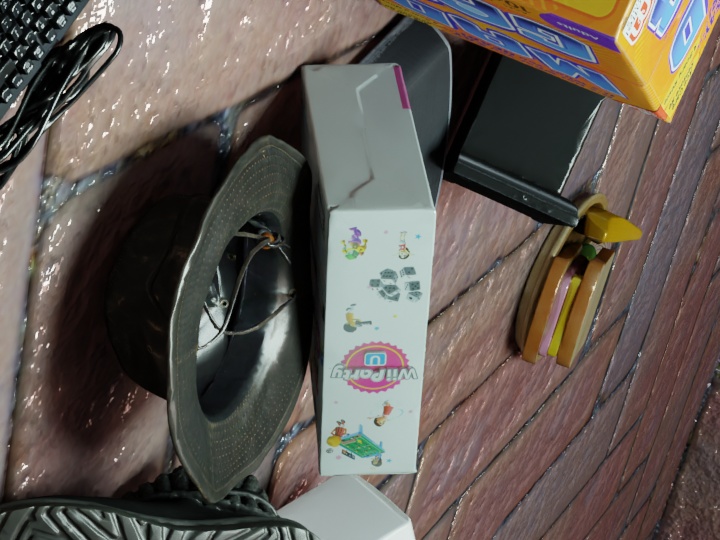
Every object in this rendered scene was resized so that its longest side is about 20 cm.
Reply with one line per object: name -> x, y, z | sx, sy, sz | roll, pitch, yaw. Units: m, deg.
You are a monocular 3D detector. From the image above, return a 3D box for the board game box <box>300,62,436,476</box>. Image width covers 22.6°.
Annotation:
board game box -> 0.000, 0.000, 1.070 | 0.148, 0.064, 0.200 | -99, -171, -50

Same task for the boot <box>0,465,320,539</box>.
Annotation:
boot -> -0.131, 0.153, 0.999 | 0.158, 0.211, 0.080 | -157, -104, -67

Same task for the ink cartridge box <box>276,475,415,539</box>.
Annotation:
ink cartridge box -> -0.026, 0.266, 1.272 | 0.146, 0.086, 0.200 | -29, 128, -22

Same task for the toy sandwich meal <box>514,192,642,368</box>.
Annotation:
toy sandwich meal -> 0.219, 0.016, 1.791 | 0.205, 0.070, 0.205 | -53, 157, -33

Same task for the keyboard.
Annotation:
keyboard -> -0.133, -0.102, 0.763 | 0.200, 0.040, 0.104 | -57, 159, -20

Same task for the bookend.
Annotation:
bookend -> 0.139, -0.139, 1.269 | 0.199, 0.092, 0.200 | -104, -142, -88

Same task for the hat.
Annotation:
hat -> -0.090, 0.021, 0.966 | 0.201, 0.081, 0.201 | 10, 90, -73

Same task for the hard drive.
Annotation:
hard drive -> 0.012, -0.059, 1.195 | 0.135, 0.042, 0.200 | -49, 155, -40

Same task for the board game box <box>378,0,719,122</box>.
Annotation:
board game box -> 0.111, -0.228, 1.010 | 0.200, 0.200, 0.200 | -65, 161, 0
